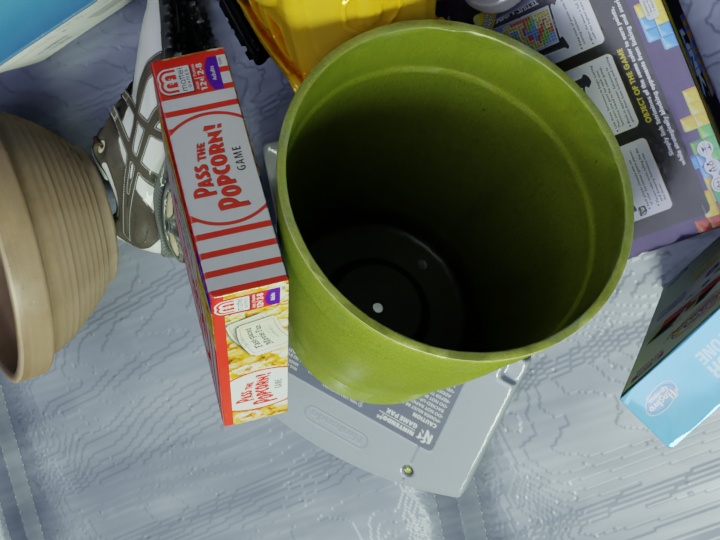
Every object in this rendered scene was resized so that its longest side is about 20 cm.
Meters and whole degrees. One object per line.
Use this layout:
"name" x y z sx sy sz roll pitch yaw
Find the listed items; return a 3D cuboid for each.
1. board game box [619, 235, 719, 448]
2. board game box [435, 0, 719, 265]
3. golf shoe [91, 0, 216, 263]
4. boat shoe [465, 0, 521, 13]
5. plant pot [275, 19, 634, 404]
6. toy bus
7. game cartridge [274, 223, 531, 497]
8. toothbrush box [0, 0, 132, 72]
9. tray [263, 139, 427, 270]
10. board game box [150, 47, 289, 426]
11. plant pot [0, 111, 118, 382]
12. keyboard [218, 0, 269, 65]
"board game box" 0.229 0.005 0.804 0.040 0.200 0.153 44 116 2
"board game box" 0.136 -0.102 0.884 0.164 0.057 0.201 -20 99 26
"golf shoe" -0.150 -0.105 0.972 0.094 0.078 0.202 7 107 18
"boat shoe" 0.097 -0.253 0.815 0.071 0.069 0.201 25 96 33
"plant pot" 0.031 -0.011 0.827 0.200 0.201 0.193 40 154 4
"toy bus" -0.027 -0.192 0.845 0.135 0.200 0.193 -23 137 -11
"game cartridge" 0.004 0.068 0.970 0.199 0.041 0.134 29 110 10
"toothbrush box" -0.238 -0.257 0.951 0.146 0.085 0.201 -27 97 25
"tray" 0.000 0.000 0.981 0.106 0.022 0.202 -5 104 20
"board game box" -0.081 -0.013 0.840 0.046 0.200 0.153 -13 65 -9
"plant pot" -0.232 -0.029 0.993 0.201 0.092 0.202 45 143 49
"keyboard" -0.118 -0.220 0.909 0.039 0.104 0.201 -26 98 10
